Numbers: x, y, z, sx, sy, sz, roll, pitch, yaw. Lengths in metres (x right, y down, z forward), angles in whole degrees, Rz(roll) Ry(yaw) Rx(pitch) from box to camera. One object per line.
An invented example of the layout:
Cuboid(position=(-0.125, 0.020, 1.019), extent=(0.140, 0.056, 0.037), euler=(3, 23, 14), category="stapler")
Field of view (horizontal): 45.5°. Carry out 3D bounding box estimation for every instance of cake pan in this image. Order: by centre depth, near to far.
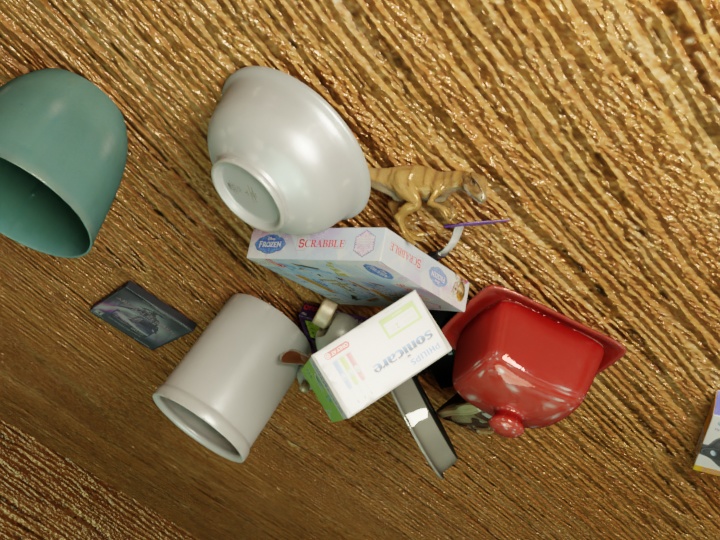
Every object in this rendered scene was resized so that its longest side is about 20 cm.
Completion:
Cuboid(position=(0.087, 0.208, 1.267), extent=(0.036, 0.201, 0.201), euler=(-29, 135, 3), category="cake pan")

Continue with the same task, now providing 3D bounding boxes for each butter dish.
Cuboid(position=(0.197, 0.137, 1.075), extent=(0.198, 0.149, 0.200), euler=(24, 150, -7), category="butter dish")

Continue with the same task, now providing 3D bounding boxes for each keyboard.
Cuboid(position=(0.108, 0.098, 1.210), extent=(0.103, 0.040, 0.201), euler=(-14, 137, 14), category="keyboard")

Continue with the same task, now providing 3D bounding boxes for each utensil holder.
Cuboid(position=(-0.193, 0.161, 1.318), extent=(0.169, 0.201, 0.171), euler=(27, 154, 14), category="utensil holder")

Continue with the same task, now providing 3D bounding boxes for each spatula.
Cuboid(position=(0.101, -0.031, 0.990), extent=(0.056, 0.021, 0.200), euler=(-6, 165, -23), category="spatula")

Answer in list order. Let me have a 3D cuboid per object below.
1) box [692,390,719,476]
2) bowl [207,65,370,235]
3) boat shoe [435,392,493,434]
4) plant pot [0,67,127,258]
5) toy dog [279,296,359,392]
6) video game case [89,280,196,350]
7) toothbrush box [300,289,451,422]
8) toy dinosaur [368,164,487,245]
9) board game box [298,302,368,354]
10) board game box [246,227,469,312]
Cuboid(position=(0.502, 0.217, 1.100), extent=(0.118, 0.042, 0.201), euler=(12, 151, 20), category="box")
Cuboid(position=(-0.094, -0.106, 0.910), extent=(0.200, 0.091, 0.202), euler=(29, 148, 20), category="bowl")
Cuboid(position=(0.167, 0.209, 1.248), extent=(0.072, 0.072, 0.200), euler=(53, 162, 2), category="boat shoe")
Cuboid(position=(-0.372, -0.140, 1.026), extent=(0.198, 0.162, 0.201), euler=(17, 149, 11), category="plant pot")
Cuboid(position=(-0.049, 0.129, 1.229), extent=(0.130, 0.097, 0.202), euler=(18, 135, 15), category="toy dog")
Cuboid(position=(-0.395, 0.085, 1.551), extent=(0.142, 0.019, 0.199), euler=(37, 149, -21), category="video game case")
Cuboid(position=(0.013, 0.111, 1.055), extent=(0.087, 0.145, 0.200), euler=(58, 169, 5), category="toothbrush box")
Cuboid(position=(0.045, -0.091, 0.933), extent=(0.197, 0.061, 0.107), euler=(10, 121, 18), category="toy dinosaur")
Cuboid(position=(-0.022, 0.124, 1.337), extent=(0.119, 0.033, 0.201), euler=(17, 150, 18), category="board game box")
Cuboid(position=(0.000, 0.000, 1.041), extent=(0.198, 0.042, 0.199), euler=(2, 164, 36), category="board game box")
